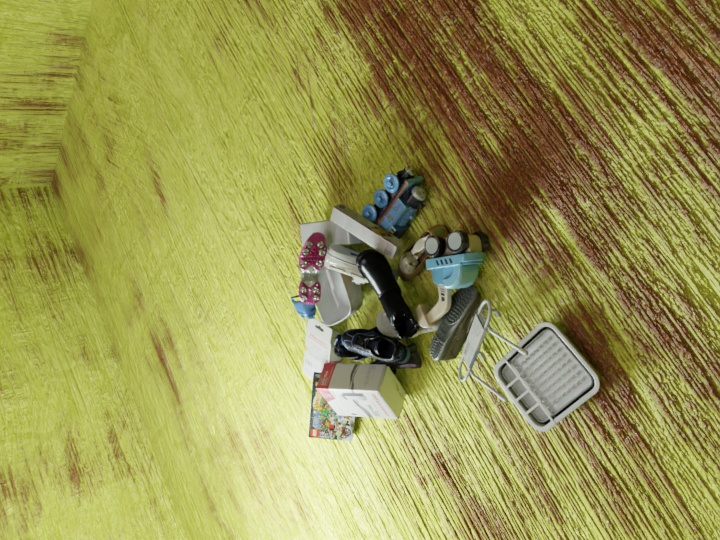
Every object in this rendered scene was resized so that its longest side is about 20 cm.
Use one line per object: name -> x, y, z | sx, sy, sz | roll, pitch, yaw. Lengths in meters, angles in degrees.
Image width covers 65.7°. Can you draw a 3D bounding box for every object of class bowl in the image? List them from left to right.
bowl -> -0.066, 0.040, 1.559 | 0.199, 0.074, 0.203 | -32, 76, 57

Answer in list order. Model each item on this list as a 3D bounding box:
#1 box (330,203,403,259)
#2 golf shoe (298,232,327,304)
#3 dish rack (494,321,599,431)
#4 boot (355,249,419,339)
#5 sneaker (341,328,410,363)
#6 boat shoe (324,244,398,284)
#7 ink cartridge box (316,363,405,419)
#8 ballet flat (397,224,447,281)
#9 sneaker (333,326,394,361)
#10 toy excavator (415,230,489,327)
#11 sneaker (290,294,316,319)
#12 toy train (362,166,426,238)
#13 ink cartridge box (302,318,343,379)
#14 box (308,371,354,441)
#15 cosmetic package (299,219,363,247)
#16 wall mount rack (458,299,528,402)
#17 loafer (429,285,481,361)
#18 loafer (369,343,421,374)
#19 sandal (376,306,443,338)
box -> 0.015, -0.098, 1.369 | 0.198, 0.039, 0.042 | 33, 126, 20
golf shoe -> -0.128, -0.014, 1.497 | 0.074, 0.092, 0.204 | 11, 113, -2
dish rack -> 0.391, 0.219, 1.167 | 0.173, 0.043, 0.201 | 54, 132, 24
boot -> 0.067, 0.061, 1.335 | 0.073, 0.199, 0.164 | -29, 41, 8
sneaker -> 0.027, 0.186, 1.417 | 0.197, 0.078, 0.071 | 10, 78, 30
boat shoe -> 0.000, 0.000, 1.443 | 0.197, 0.071, 0.071 | 20, 113, -7
ink cartridge box -> 0.003, 0.322, 1.489 | 0.197, 0.086, 0.147 | -6, 135, 30
ballet flat -> 0.134, -0.041, 1.357 | 0.069, 0.062, 0.201 | 56, 133, 21
sneaker -> -0.002, 0.197, 1.510 | 0.199, 0.110, 0.074 | -37, 50, 45
toy excavator -> 0.196, 0.023, 1.257 | 0.193, 0.099, 0.204 | -10, 82, 47
sneaker -> -0.165, 0.107, 1.646 | 0.200, 0.065, 0.080 | -179, 72, -82
toy train -> 0.087, -0.156, 1.368 | 0.115, 0.086, 0.201 | 50, 130, 14
ink cartridge box -> -0.108, 0.237, 1.673 | 0.116, 0.067, 0.204 | 26, 119, 39
box -> -0.080, 0.403, 1.645 | 0.134, 0.038, 0.204 | 5, 109, -2
cosmetic package -> -0.066, -0.105, 1.523 | 0.198, 0.101, 0.076 | -4, 95, 47
wall mount rack -> 0.279, 0.173, 1.198 | 0.174, 0.073, 0.203 | -99, 22, -64
loafer -> 0.231, 0.126, 1.304 | 0.202, 0.069, 0.075 | -64, 28, 21
loafer -> 0.082, 0.255, 1.481 | 0.199, 0.071, 0.064 | -33, 81, 42
sandal -> 0.127, 0.136, 1.413 | 0.200, 0.050, 0.084 | -3, 65, 39
